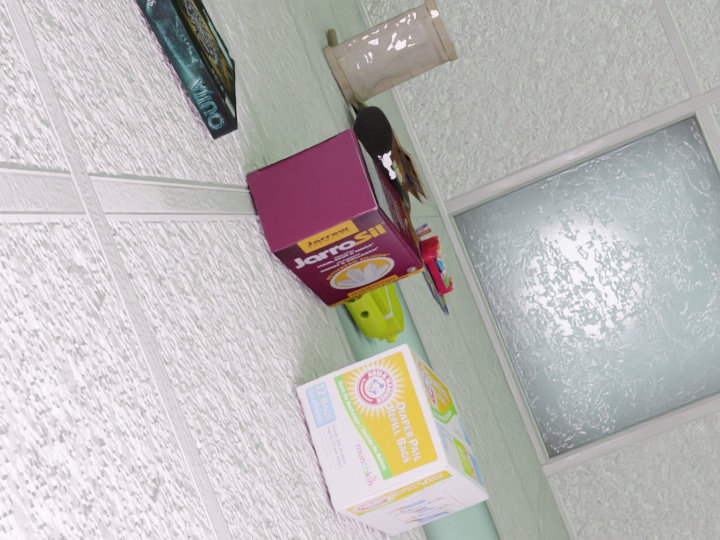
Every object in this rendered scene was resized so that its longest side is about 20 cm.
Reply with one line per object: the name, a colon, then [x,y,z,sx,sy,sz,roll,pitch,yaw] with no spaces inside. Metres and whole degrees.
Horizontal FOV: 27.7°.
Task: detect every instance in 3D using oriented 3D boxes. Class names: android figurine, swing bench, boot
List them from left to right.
android figurine: [0.000,0.000,1.672,0.183,0.041,0.201,-104,168,-48]
swing bench: [0.052,-0.375,2.470,0.200,0.198,0.130,-89,155,-71]
boot: [0.051,-0.149,2.333,0.200,0.068,0.189,48,19,-73]

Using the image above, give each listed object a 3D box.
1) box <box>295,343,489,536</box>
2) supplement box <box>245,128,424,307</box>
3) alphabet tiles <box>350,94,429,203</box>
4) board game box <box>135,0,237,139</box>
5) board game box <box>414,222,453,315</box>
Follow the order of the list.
box: [0.031,0.150,1.254,0.200,0.101,0.113,47,22,-69]
supplement box: [-0.020,-0.045,1.404,0.200,0.110,0.086,47,22,-68]
alphabet tiles: [0.047,-0.198,2.390,0.200,0.006,0.167,48,-13,45]
board game box: [-0.160,-0.226,1.247,0.136,0.028,0.201,-99,165,-59]
board game box: [0.139,-0.012,2.645,0.200,0.039,0.159,50,19,-65]
